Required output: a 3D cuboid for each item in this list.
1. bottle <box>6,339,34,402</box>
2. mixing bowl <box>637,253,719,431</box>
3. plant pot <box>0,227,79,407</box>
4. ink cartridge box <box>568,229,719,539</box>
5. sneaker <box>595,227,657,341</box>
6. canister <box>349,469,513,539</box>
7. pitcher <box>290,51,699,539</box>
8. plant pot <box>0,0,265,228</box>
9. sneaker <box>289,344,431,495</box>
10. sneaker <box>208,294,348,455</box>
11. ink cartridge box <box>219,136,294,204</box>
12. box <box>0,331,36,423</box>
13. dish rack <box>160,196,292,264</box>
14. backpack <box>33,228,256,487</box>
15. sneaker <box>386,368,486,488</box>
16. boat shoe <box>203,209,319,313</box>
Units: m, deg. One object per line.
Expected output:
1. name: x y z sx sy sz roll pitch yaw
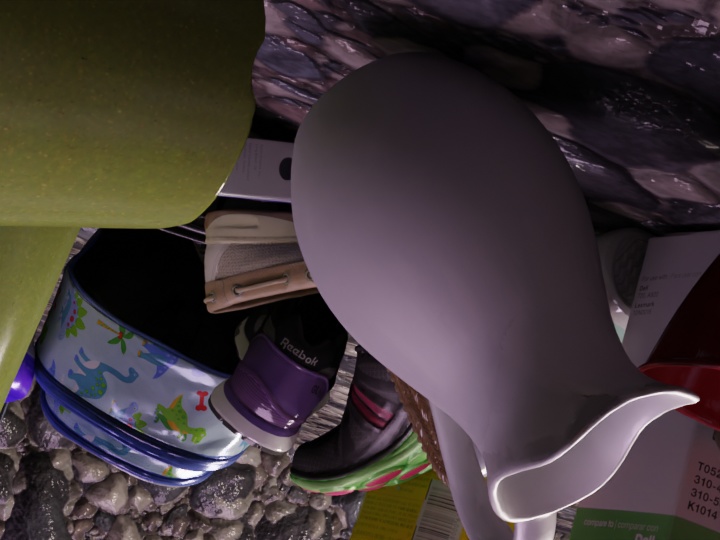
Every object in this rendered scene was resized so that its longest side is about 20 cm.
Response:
1. bottle: -0.266 -0.010 1.266 0.083 0.200 0.065 -9 164 5
2. mixing bowl: 0.230 0.025 0.812 0.200 0.109 0.200 18 171 3
3. plant pot: -0.257 -0.010 1.137 0.200 0.190 0.200 14 -179 0
4. ink cartridge box: 0.203 0.094 0.976 0.146 0.200 0.084 23 166 -27
5. sneaker: 0.169 0.039 1.087 0.200 0.074 0.118 36 156 -29
6. canister: 0.075 0.101 1.230 0.086 0.200 0.148 24 169 -24
7. pitcher: 0.044 0.021 0.821 0.121 0.200 0.172 -16 151 -28
8. plant pot: -0.146 -0.093 0.735 0.190 0.200 0.200 9 176 -31
9. sneaker: 0.027 0.076 1.137 0.077 0.084 0.200 -3 154 -46
10. sneaker: -0.032 0.043 1.192 0.076 0.088 0.200 33 -164 -7
11. ink cartridge box: -0.097 -0.060 1.057 0.200 0.039 0.099 5 -179 -45
12. box: -0.297 0.008 1.411 0.124 0.200 0.197 22 169 -13
13. dish rack: -0.049 -0.015 1.261 0.153 0.055 0.200 19 170 4
14. backpack: -0.137 0.063 1.321 0.183 0.147 0.200 28 -162 2
15. sneaker: 0.059 0.003 0.990 0.112 0.200 0.071 -20 174 -16
16. boat shoe: -0.002 0.000 1.085 0.200 0.063 0.073 4 180 24
